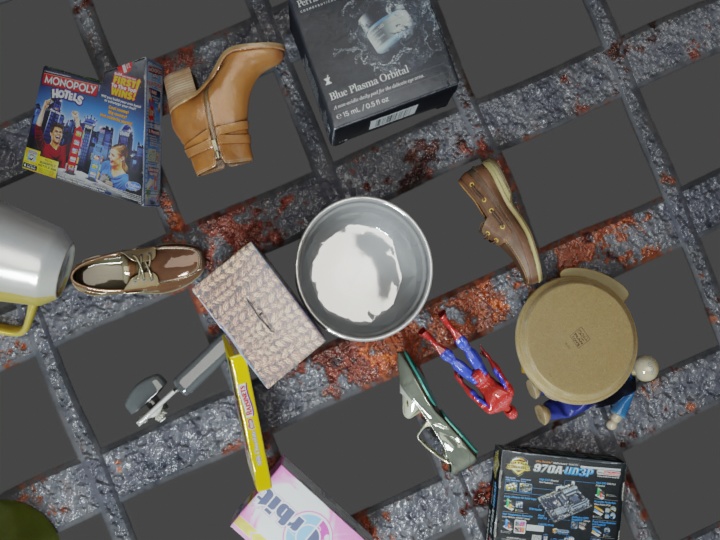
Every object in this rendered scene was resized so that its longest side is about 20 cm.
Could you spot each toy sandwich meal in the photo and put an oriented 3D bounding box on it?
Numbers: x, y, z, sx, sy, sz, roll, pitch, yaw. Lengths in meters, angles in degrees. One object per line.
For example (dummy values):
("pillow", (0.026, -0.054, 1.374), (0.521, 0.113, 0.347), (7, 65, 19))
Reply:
("toy sandwich meal", (0.317, 0.097, 1.074), (0.201, 0.070, 0.209), (0, 81, -2))

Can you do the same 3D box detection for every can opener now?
("can opener", (-0.261, 0.154, 1.061), (0.199, 0.053, 0.067), (-39, 92, -3))

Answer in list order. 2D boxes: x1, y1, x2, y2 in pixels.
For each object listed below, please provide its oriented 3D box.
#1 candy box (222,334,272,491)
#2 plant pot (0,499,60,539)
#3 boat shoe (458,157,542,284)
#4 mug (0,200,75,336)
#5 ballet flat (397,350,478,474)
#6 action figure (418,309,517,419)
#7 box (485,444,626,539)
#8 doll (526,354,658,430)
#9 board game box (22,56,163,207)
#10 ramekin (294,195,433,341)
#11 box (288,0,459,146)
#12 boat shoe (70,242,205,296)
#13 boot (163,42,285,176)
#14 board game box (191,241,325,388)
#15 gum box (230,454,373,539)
("candy box", (-0.161, 0.198, 1.017), (0.026, 0.102, 0.204), (-12, 105, -12))
("plant pot", (-0.527, 0.434, 0.968), (0.183, 0.200, 0.191), (0, 89, -3))
("boat shoe", (0.212, -0.067, 1.086), (0.067, 0.072, 0.203), (-25, 84, 2))
("mug", (-0.497, -0.011, 1.027), (0.151, 0.187, 0.152), (16, 55, -11))
("ballet flat", (0.099, 0.217, 1.075), (0.063, 0.067, 0.201), (-36, 91, 4))
("action figure", (0.172, 0.150, 1.088), (0.065, 0.052, 0.201), (-41, 96, 2))
("box", (0.296, 0.358, 1.092), (0.196, 0.046, 0.162), (6, 89, -3))
("doll", (0.360, 0.176, 1.096), (0.197, 0.049, 0.139), (-18, 78, -3))
("board game box", (-0.368, -0.218, 1.045), (0.197, 0.062, 0.203), (17, 95, 7))
("ramekin", (0.000, 0.000, 1.045), (0.196, 0.105, 0.204), (1, 86, -8))
("box", (0.015, -0.318, 1.053), (0.194, 0.117, 0.203), (-20, 89, -3))
("boat shoe", (-0.325, 0.002, 1.050), (0.196, 0.072, 0.077), (-12, 90, -3))
("boot", (-0.183, -0.239, 1.064), (0.197, 0.074, 0.157), (-20, 89, 9))
("board game box", (-0.134, 0.059, 0.995), (0.096, 0.200, 0.160), (-38, 92, -4))
("gum box", (-0.079, 0.388, 1.060), (0.200, 0.066, 0.114), (42, 86, -2))
